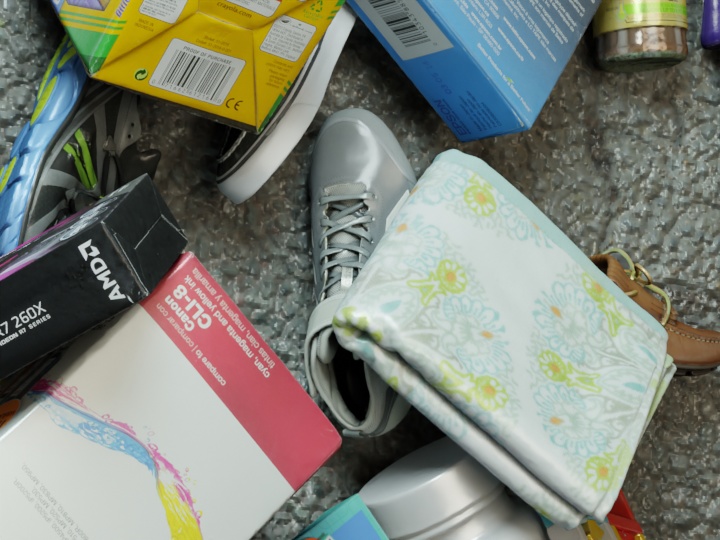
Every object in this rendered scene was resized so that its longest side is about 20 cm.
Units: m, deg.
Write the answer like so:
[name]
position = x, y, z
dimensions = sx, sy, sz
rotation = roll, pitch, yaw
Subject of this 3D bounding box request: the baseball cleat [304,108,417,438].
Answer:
[baseball cleat]
position = 0.000, 0.000, 1.502
dimensions = 0.069, 0.106, 0.201
rotation = -9, 88, 15

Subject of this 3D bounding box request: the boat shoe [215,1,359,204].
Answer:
[boat shoe]
position = -0.051, -0.135, 1.506
dimensions = 0.068, 0.074, 0.200
rotation = 34, 68, -18

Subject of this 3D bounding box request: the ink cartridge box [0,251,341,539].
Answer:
[ink cartridge box]
position = -0.146, 0.113, 1.385
dimensions = 0.200, 0.145, 0.145
rotation = -45, 106, -25

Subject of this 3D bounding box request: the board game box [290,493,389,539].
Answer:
[board game box]
position = -0.034, 0.241, 1.404
dimensions = 0.200, 0.045, 0.152
rotation = -34, 89, -38

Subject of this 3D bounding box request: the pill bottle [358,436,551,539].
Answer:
[pill bottle]
position = 0.080, 0.206, 1.515
dimensions = 0.119, 0.119, 0.201
rotation = -32, 99, -28

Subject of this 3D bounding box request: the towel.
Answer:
[towel]
position = 0.092, 0.039, 1.480
dimensions = 0.200, 0.048, 0.171
rotation = 40, 40, -7

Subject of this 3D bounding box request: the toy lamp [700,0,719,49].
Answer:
[toy lamp]
position = 0.267, -0.103, 1.687
dimensions = 0.058, 0.058, 0.201
rotation = -11, 90, -29

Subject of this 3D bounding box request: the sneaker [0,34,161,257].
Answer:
[sneaker]
position = -0.161, -0.057, 1.438
dimensions = 0.082, 0.071, 0.200
rotation = 29, 69, -17

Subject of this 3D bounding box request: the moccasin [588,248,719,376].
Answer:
[moccasin]
position = 0.151, 0.018, 1.606
dimensions = 0.200, 0.074, 0.078
rotation = 18, 84, -16

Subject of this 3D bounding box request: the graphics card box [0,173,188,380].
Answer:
[graphics card box]
position = -0.194, 0.026, 1.326
dimensions = 0.199, 0.126, 0.051
rotation = -28, 99, 13

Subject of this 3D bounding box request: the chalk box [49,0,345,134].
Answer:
[chalk box]
position = -0.106, -0.195, 1.422
dimensions = 0.124, 0.200, 0.124
rotation = 16, 119, -37

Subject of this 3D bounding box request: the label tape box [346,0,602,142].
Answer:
[label tape box]
position = 0.084, -0.201, 1.553
dimensions = 0.144, 0.063, 0.200
rotation = 49, 54, -26

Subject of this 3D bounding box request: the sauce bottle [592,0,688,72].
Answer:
[sauce bottle]
position = 0.178, -0.234, 1.648
dimensions = 0.064, 0.065, 0.201
rotation = -3, 86, -29

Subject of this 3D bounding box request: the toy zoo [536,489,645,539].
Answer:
[toy zoo]
position = 0.141, 0.152, 1.524
dimensions = 0.131, 0.020, 0.201
rotation = 23, 40, -63
